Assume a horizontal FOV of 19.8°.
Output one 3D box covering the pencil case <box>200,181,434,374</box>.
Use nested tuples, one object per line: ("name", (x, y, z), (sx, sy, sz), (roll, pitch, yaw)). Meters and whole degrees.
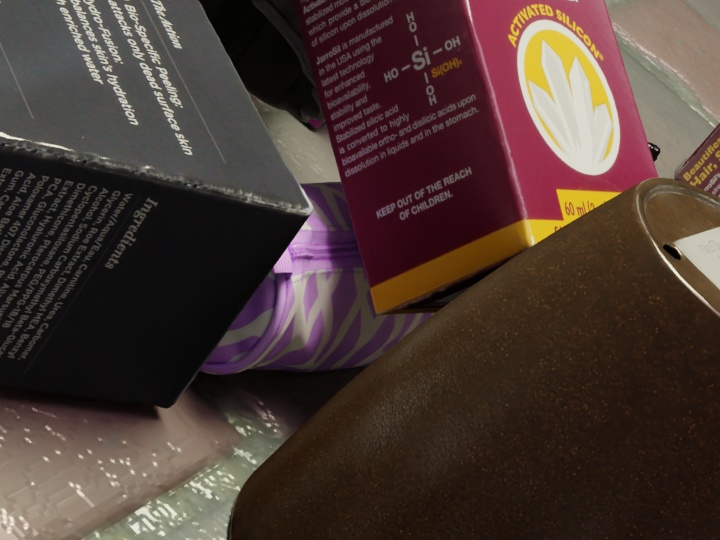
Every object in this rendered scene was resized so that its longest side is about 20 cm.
("pencil case", (0.000, 0.000, 0.896), (0.199, 0.085, 0.084), (-8, 87, -50))

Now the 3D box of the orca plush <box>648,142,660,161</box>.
("orca plush", (0.103, -0.097, 1.174), (0.199, 0.071, 0.105), (15, 35, -35))

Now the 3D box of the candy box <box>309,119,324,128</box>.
("candy box", (0.035, -0.165, 1.123), (0.061, 0.136, 0.200), (49, 28, -1))

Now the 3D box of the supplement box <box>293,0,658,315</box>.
("supplement box", (0.045, -0.089, 0.856), (0.110, 0.085, 0.201), (0, 71, -50))

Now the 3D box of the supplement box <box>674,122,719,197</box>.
("supplement box", (0.312, -0.032, 1.257), (0.103, 0.131, 0.200), (2, 45, -49))

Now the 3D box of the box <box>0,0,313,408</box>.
("box", (-0.155, -0.064, 0.781), (0.199, 0.118, 0.197), (11, 38, -39))

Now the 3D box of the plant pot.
("plant pot", (0.082, 0.070, 0.764), (0.186, 0.200, 0.187), (28, 29, -17))

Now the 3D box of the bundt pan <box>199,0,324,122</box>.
("bundt pan", (-0.067, -0.165, 0.969), (0.202, 0.076, 0.202), (41, -10, 9))
